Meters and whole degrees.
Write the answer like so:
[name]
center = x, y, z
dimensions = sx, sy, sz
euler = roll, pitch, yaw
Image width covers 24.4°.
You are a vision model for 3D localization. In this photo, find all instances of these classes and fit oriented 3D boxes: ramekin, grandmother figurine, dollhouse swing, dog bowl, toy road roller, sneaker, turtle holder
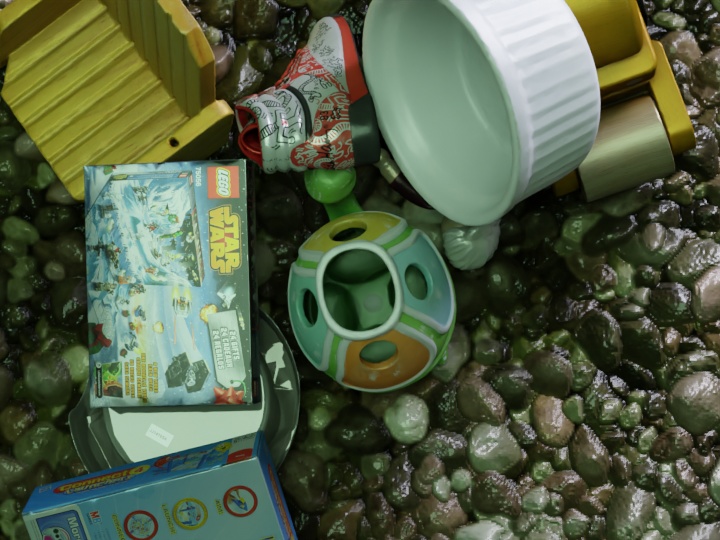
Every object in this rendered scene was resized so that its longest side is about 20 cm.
[ramekin]
center = 0.096, -0.144, 1.296
dimensions = 0.098, 0.200, 0.201
euler = -25, 78, -25
[grandmother figurine]
center = 0.070, -0.097, 1.407
dimensions = 0.121, 0.061, 0.200
euler = -18, 82, -3
[dollhouse swing]
center = -0.224, -0.174, 1.398
dimensions = 0.182, 0.176, 0.200
euler = -36, 80, 1
[dog bowl]
center = -0.143, 0.112, 1.404
dimensions = 0.200, 0.059, 0.200
euler = -1, 81, 8
[toy road roller]
center = 0.188, -0.167, 1.354
dimensions = 0.123, 0.146, 0.200
euler = -19, 80, 5
[sneaker]
center = -0.053, -0.148, 1.368
dimensions = 0.108, 0.067, 0.201
euler = -8, 38, -6
[turtle holder]
center = 0.010, 0.005, 1.360
dimensions = 0.141, 0.132, 0.186
euler = 10, 84, 10

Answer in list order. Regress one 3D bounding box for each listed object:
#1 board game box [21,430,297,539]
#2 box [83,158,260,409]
[board game box]
center = -0.146, 0.249, 1.345
dimensions = 0.196, 0.056, 0.200
euler = -14, 106, 5
[box]
center = -0.153, 0.011, 1.359
dimensions = 0.137, 0.040, 0.200
euler = -1, 89, 8
